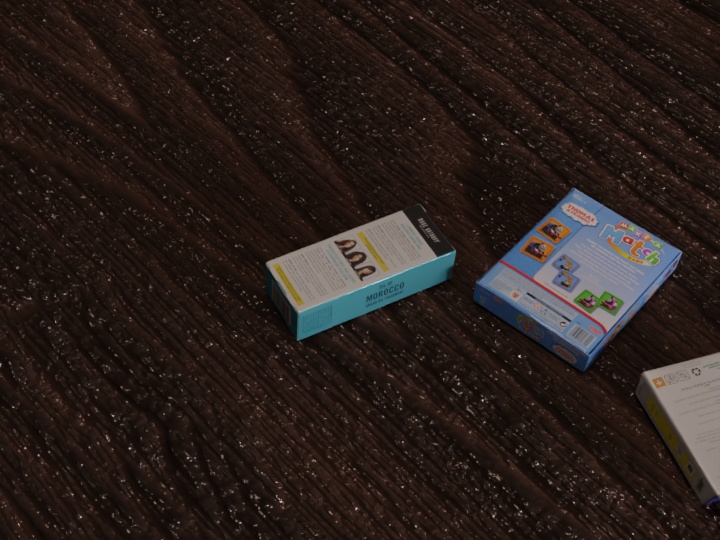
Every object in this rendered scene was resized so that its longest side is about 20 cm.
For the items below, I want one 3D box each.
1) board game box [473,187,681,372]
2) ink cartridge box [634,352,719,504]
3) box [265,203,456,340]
[{"bbox_3d":[0.245,0.006,1.365,0.151,0.037,0.200,34,55,23],"label":"board game box"},{"bbox_3d":[0.412,0.167,1.233,0.196,0.047,0.201,-12,52,-15],"label":"ink cartridge box"},{"bbox_3d":[0.000,0.000,1.344,0.198,0.049,0.083,-21,54,-21],"label":"box"}]
